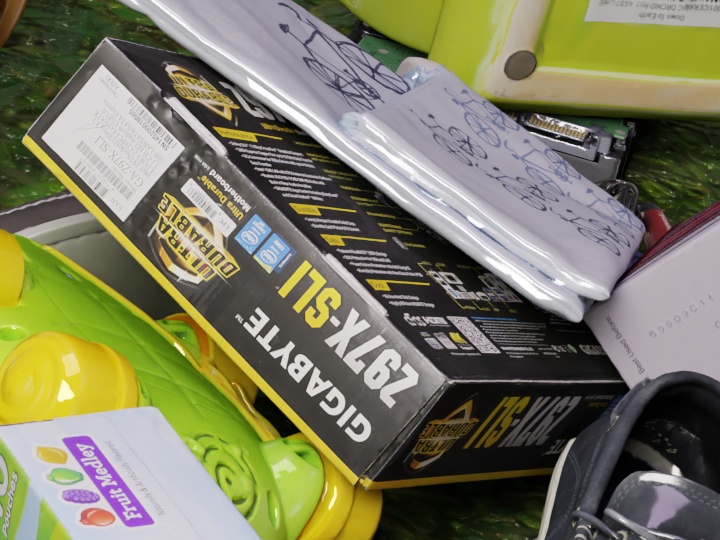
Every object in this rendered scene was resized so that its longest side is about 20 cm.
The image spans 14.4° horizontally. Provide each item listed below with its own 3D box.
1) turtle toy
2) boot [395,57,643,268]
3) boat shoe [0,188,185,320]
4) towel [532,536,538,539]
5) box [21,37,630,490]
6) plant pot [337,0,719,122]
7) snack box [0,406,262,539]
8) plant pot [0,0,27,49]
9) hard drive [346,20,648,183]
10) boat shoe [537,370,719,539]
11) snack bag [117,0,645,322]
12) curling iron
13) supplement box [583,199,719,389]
[{"bbox_3d":[-0.097,0.051,0.882,0.146,0.101,0.200,26,11,-44],"label":"turtle toy"},{"bbox_3d":[0.060,-0.014,1.149,0.090,0.073,0.200,13,32,-16],"label":"boot"},{"bbox_3d":[-0.082,-0.003,1.045,0.061,0.072,0.201,36,25,35],"label":"boat shoe"},{"bbox_3d":[0.158,0.091,0.875,0.192,0.035,0.200,-30,25,-7],"label":"towel"},{"bbox_3d":[0.000,0.000,0.946,0.160,0.049,0.200,43,14,18],"label":"box"},{"bbox_3d":[0.106,-0.174,1.267,0.200,0.199,0.182,2,34,-23],"label":"plant pot"},{"bbox_3d":[-0.038,0.144,0.671,0.053,0.142,0.200,-3,30,-29],"label":"snack box"},{"bbox_3d":[-0.217,-0.096,1.059,0.200,0.200,0.183,6,42,-14],"label":"plant pot"},{"bbox_3d":[0.071,-0.096,1.349,0.140,0.038,0.200,16,24,7],"label":"hard drive"},{"bbox_3d":[0.085,0.091,0.810,0.075,0.062,0.200,33,26,-9],"label":"boat shoe"},{"bbox_3d":[0.011,-0.056,1.000,0.200,0.021,0.189,36,13,4],"label":"snack bag"},{"bbox_3d":[0.122,0.022,1.146,0.050,0.026,0.200,-14,35,-6],"label":"curling iron"},{"bbox_3d":[0.156,-0.005,1.037,0.061,0.109,0.200,56,19,0],"label":"supplement box"}]
